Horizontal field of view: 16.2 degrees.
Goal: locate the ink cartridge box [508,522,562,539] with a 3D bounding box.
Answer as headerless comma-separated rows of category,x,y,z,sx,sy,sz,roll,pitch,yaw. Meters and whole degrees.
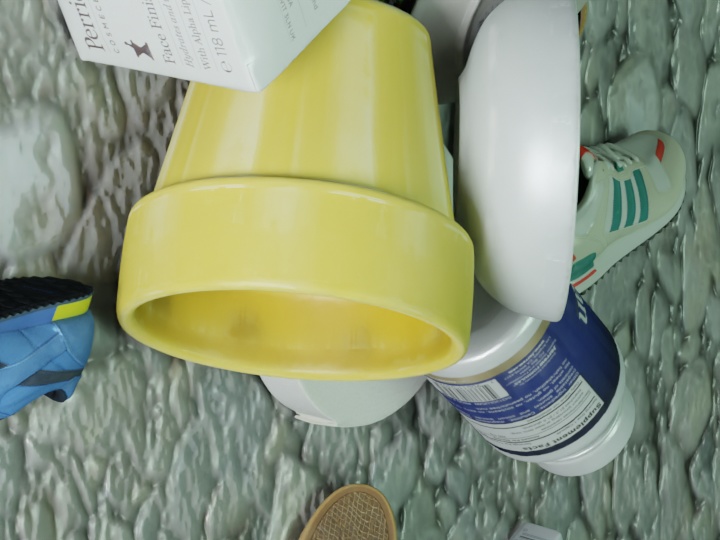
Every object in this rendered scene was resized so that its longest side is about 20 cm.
ink cartridge box,0.106,0.323,1.860,0.200,0.041,0.200,-49,136,-35

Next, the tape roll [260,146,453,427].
tape roll,0.000,0.000,1.619,0.203,0.037,0.203,-21,116,-51

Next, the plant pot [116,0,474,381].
plant pot,-0.030,-0.051,1.443,0.201,0.201,0.189,29,62,-54

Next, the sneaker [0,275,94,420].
sneaker,-0.213,0.053,1.314,0.200,0.066,0.078,-10,112,-53

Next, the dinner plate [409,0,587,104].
dinner plate,0.103,-0.177,1.550,0.200,0.024,0.200,-36,154,-21

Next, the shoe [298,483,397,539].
shoe,-0.025,0.236,1.648,0.053,0.070,0.200,143,-38,-78

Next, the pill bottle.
pill bottle,0.107,0.058,1.658,0.200,0.111,0.111,47,62,-50

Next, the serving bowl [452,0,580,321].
serving bowl,0.089,-0.070,1.491,0.200,0.066,0.200,1,90,-90

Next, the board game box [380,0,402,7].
board game box,0.029,-0.254,1.573,0.200,0.048,0.102,-54,139,-30

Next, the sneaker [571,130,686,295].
sneaker,0.171,-0.062,1.808,0.200,0.070,0.093,-41,137,-37

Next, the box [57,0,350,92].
box,-0.076,-0.236,1.359,0.200,0.131,0.199,-49,136,-34

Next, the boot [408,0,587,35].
boot,0.080,-0.179,1.626,0.166,0.072,0.200,-31,148,-41
